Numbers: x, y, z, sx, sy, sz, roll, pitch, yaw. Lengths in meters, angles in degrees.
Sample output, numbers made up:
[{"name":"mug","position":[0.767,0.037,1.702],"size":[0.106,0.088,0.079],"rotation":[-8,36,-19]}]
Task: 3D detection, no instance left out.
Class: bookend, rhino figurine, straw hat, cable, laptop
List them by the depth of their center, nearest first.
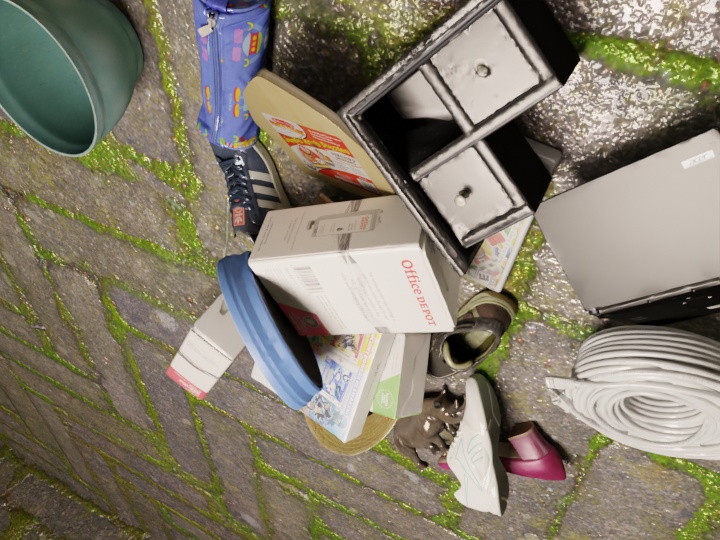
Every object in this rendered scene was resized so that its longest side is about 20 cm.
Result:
[{"name":"bookend","position":[0.119,-0.128,0.568],"size":[0.198,0.092,0.200],"rotation":[-28,105,41]},{"name":"laptop","position":[0.294,-0.022,0.584],"size":[0.199,0.104,0.177],"rotation":[10,158,-37]},{"name":"cable","position":[0.331,0.138,0.692],"size":[0.200,0.070,0.199],"rotation":[39,146,-23]},{"name":"straw hat","position":[0.009,0.188,0.981],"size":[0.200,0.203,0.085],"rotation":[-3,168,39]},{"name":"rhino figurine","position":[0.113,0.240,0.982],"size":[0.087,0.060,0.200],"rotation":[41,138,8]}]

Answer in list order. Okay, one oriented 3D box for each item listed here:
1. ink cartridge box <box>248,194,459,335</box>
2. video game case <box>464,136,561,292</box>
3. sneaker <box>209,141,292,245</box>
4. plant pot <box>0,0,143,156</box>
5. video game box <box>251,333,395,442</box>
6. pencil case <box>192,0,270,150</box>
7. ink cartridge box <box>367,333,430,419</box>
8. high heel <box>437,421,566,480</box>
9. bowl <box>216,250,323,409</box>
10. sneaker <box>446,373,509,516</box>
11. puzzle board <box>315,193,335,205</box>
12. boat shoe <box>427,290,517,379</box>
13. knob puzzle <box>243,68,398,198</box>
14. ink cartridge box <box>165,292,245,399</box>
[{"name":"ink cartridge box","position":[0.000,0.000,0.708],"size":[0.198,0.083,0.147],"rotation":[-4,139,23]},{"name":"video game case","position":[0.103,-0.083,0.705],"size":[0.181,0.023,0.201],"rotation":[26,140,14]},{"name":"sneaker","position":[-0.149,-0.095,0.833],"size":[0.075,0.085,0.201],"rotation":[-7,123,41]},{"name":"plant pot","position":[-0.361,-0.264,0.788],"size":[0.199,0.134,0.201],"rotation":[20,138,19]},{"name":"video game box","position":[-0.049,0.096,0.852],"size":[0.182,0.047,0.201],"rotation":[28,109,32]},{"name":"pencil case","position":[-0.145,-0.227,0.701],"size":[0.078,0.087,0.201],"rotation":[26,140,8]},{"name":"ink cartridge box","position":[-0.005,0.126,0.898],"size":[0.199,0.067,0.118],"rotation":[9,94,40]},{"name":"high heel","position":[0.207,0.297,0.956],"size":[0.200,0.067,0.096],"rotation":[-31,96,45]},{"name":"bowl","position":[-0.103,0.067,0.754],"size":[0.202,0.039,0.201],"rotation":[62,180,0]},{"name":"sneaker","position":[0.158,0.246,0.891],"size":[0.080,0.070,0.202],"rotation":[-4,95,29]},{"name":"puzzle board","position":[0.012,-0.005,0.837],"size":[0.199,0.017,0.151],"rotation":[37,152,2]},{"name":"boat shoe","position":[0.129,0.098,0.827],"size":[0.072,0.066,0.201],"rotation":[37,141,0]},{"name":"knob puzzle","position":[-0.044,-0.149,0.675],"size":[0.219,0.031,0.220],"rotation":[33,170,6]},{"name":"ink cartridge box","position":[-0.227,0.108,1.041],"size":[0.085,0.146,0.200],"rotation":[38,142,-2]}]
